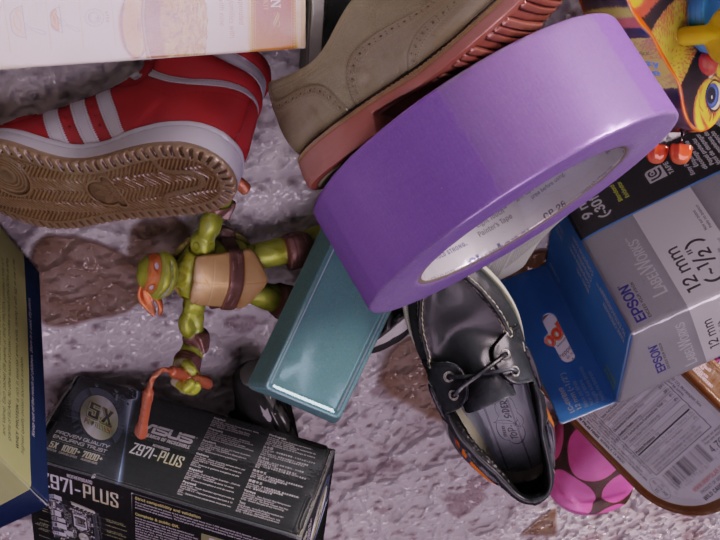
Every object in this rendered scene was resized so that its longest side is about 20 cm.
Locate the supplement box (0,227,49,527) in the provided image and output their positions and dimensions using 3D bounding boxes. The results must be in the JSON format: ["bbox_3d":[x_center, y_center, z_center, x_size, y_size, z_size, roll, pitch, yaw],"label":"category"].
[{"bbox_3d":[-0.285,0.029,0.682,0.133,0.201,0.200,-25,134,5],"label":"supplement box"}]

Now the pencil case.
[{"bbox_3d":[0.221,0.107,0.986,0.093,0.091,0.201,-5,136,-35],"label":"pencil case"}]

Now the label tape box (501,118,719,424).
[{"bbox_3d":[0.196,-0.003,0.836,0.199,0.144,0.066,-24,133,5],"label":"label tape box"}]

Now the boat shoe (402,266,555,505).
[{"bbox_3d":[0.083,0.077,0.811,0.074,0.066,0.201,-19,120,0],"label":"boat shoe"}]

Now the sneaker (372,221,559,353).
[{"bbox_3d":[0.067,-0.006,0.847,0.200,0.074,0.079,-41,134,19],"label":"sneaker"}]

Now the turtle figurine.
[{"bbox_3d":[-0.084,0.012,0.814,0.160,0.064,0.202,3,104,-28],"label":"turtle figurine"}]

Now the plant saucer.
[{"bbox_3d":[0.000,0.000,0.799,0.070,0.019,0.201,24,92,-20],"label":"plant saucer"}]

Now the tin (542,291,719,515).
[{"bbox_3d":[0.208,0.092,0.905,0.042,0.200,0.112,-29,161,-54],"label":"tin"}]

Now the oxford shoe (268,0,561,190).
[{"bbox_3d":[0.030,-0.125,0.626,0.199,0.074,0.071,-36,170,20],"label":"oxford shoe"}]

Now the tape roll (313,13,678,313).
[{"bbox_3d":[0.074,-0.056,0.686,0.199,0.066,0.200,-30,169,-6],"label":"tape roll"}]

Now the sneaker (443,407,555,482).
[{"bbox_3d":[0.108,0.130,0.949,0.077,0.112,0.201,-20,133,2],"label":"sneaker"}]

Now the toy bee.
[{"bbox_3d":[0.193,-0.125,0.739,0.199,0.131,0.109,27,75,-18],"label":"toy bee"}]

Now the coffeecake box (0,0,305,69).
[{"bbox_3d":[-0.129,-0.188,0.612,0.198,0.073,0.155,-6,123,-11],"label":"coffeecake box"}]

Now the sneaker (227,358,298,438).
[{"bbox_3d":[-0.079,0.149,0.937,0.079,0.076,0.201,-12,132,-3],"label":"sneaker"}]

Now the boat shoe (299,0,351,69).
[{"bbox_3d":[-0.006,-0.144,0.699,0.060,0.076,0.201,-3,132,-6],"label":"boat shoe"}]

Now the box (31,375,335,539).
[{"bbox_3d":[-0.130,0.184,0.891,0.198,0.086,0.165,14,131,8],"label":"box"}]

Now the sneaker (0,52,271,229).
[{"bbox_3d":[-0.143,-0.089,0.723,0.198,0.113,0.071,1,141,24],"label":"sneaker"}]
